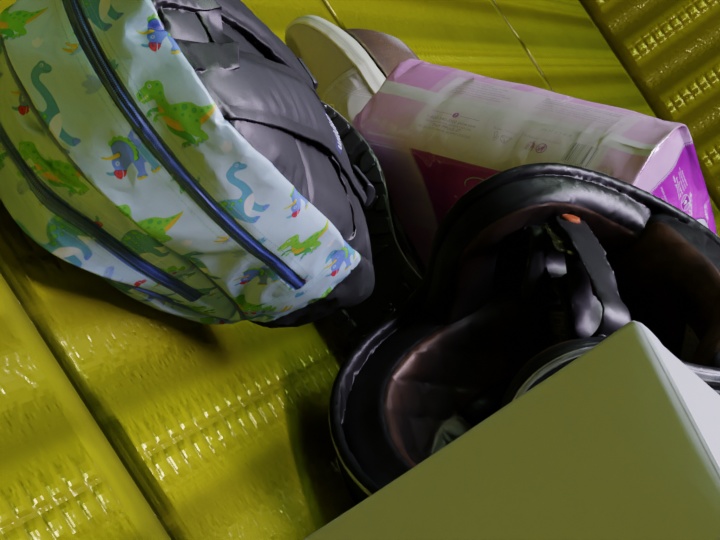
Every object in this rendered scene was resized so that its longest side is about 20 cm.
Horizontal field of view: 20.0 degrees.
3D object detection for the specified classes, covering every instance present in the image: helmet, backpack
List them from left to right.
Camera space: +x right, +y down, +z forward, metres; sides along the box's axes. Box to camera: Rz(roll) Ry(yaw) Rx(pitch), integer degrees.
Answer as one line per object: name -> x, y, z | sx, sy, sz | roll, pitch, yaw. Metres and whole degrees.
backpack -> -0.081, -0.060, 0.874 | 0.200, 0.153, 0.164 | 81, -16, -75
helmet -> 0.091, 0.069, 0.977 | 0.199, 0.191, 0.201 | 21, 32, -14

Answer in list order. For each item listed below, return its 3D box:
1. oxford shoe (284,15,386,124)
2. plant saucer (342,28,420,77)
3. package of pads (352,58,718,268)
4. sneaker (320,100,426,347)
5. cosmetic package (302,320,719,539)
oxford shoe -> -0.001, -0.082, 1.289 | 0.201, 0.057, 0.075 | 57, -16, 25
plant saucer -> 0.049, -0.079, 1.362 | 0.201, 0.032, 0.200 | 59, -4, 6
package of pads -> 0.095, -0.038, 1.111 | 0.199, 0.076, 0.121 | 18, -37, 40
sneaker -> 0.000, 0.000, 1.133 | 0.201, 0.075, 0.088 | 61, 1, 5
cosmetic package -> 0.090, 0.149, 0.812 | 0.200, 0.199, 0.124 | 35, 25, -51
